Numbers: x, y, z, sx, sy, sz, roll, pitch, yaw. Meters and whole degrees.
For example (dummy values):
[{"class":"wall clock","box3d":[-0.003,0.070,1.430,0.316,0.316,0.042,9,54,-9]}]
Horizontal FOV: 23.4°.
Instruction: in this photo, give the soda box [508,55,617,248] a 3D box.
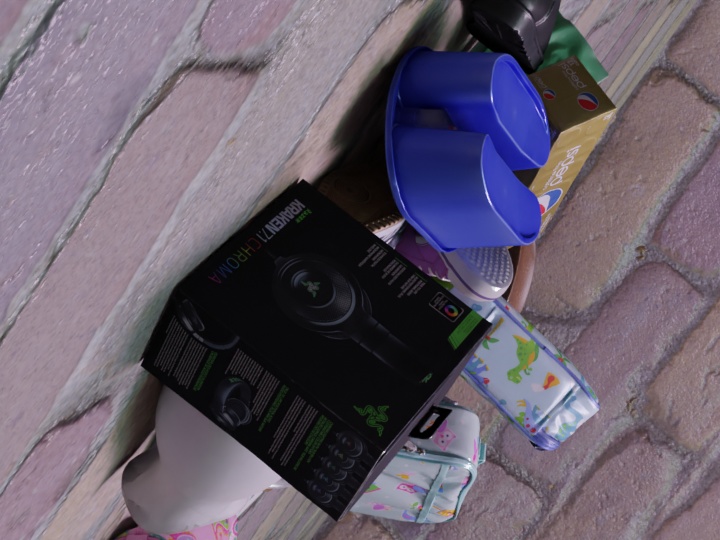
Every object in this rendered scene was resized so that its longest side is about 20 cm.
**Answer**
[{"class":"soda box","box3d":[0.152,-0.099,1.539,0.067,0.064,0.200,-25,158,-27]}]

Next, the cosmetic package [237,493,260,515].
[{"class":"cosmetic package","box3d":[-0.114,0.205,1.939,0.151,0.052,0.200,-55,173,32]}]

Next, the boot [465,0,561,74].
[{"class":"boot","box3d":[0.158,-0.257,1.439,0.163,0.073,0.198,-56,172,-1]}]

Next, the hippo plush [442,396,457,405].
[{"class":"hippo plush","box3d":[-0.006,0.082,1.840,0.200,0.159,0.162,-39,-142,54]}]

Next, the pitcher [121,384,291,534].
[{"class":"pitcher","box3d":[-0.088,0.129,1.394,0.171,0.122,0.200,-6,149,-28]}]

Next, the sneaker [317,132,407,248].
[{"class":"sneaker","box3d":[-0.002,-0.038,1.447,0.109,0.070,0.200,-60,173,32]}]

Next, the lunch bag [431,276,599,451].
[{"class":"lunch bag","box3d":[0.127,0.070,1.624,0.082,0.200,0.161,-45,-161,6]}]

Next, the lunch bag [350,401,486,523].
[{"class":"lunch bag","box3d":[0.042,0.195,1.774,0.200,0.159,0.078,104,-2,-64]}]

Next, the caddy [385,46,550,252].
[{"class":"caddy","box3d":[0.078,-0.095,1.386,0.200,0.104,0.142,42,52,-60]}]

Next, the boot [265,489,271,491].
[{"class":"boot","box3d":[-0.074,0.145,1.734,0.155,0.077,0.200,-42,159,16]}]

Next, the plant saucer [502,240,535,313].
[{"class":"plant saucer","box3d":[0.133,0.010,1.820,0.201,0.036,0.201,-53,-153,42]}]

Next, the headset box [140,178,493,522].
[{"class":"headset box","box3d":[-0.024,0.059,1.270,0.174,0.200,0.093,-43,168,-46]}]

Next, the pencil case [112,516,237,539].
[{"class":"pencil case","box3d":[-0.184,0.270,1.707,0.088,0.087,0.200,-55,173,15]}]

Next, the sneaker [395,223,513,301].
[{"class":"sneaker","box3d":[0.061,-0.008,1.537,0.115,0.072,0.201,-60,-145,22]}]

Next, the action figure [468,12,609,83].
[{"class":"action figure","box3d":[0.118,-0.161,1.567,0.200,0.118,0.055,-41,-179,-19]}]
